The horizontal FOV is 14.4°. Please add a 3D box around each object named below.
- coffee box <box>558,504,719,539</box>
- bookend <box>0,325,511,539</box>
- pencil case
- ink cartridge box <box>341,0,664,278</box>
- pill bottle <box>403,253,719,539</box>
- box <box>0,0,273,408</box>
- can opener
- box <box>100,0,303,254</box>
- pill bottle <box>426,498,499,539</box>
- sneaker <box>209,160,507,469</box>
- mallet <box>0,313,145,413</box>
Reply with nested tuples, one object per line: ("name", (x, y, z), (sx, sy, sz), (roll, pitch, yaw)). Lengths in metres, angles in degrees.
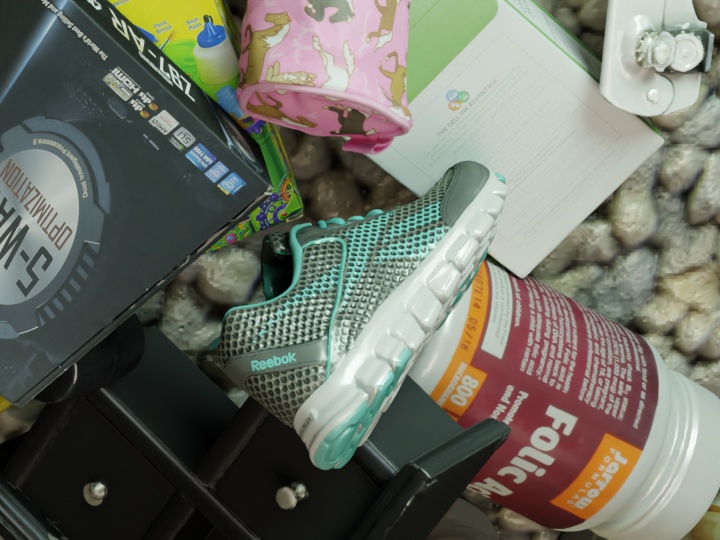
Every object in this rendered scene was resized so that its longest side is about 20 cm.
("coffee box", (0.217, 0.199, 1.603), (0.199, 0.115, 0.080), (20, 116, -26))
("bookend", (-0.067, 0.091, 1.397), (0.199, 0.092, 0.200), (44, 118, 13))
("pencil case", (-0.005, -0.156, 1.268), (0.086, 0.083, 0.201), (11, 78, -9))
("ink cartridge box", (0.044, -0.095, 1.397), (0.104, 0.059, 0.200), (-44, 122, 15))
("pill bottle", (0.089, 0.068, 1.482), (0.200, 0.114, 0.114), (27, 113, -27))
("box", (-0.162, -0.055, 1.235), (0.160, 0.044, 0.200), (-39, 122, 12))
("can opener", (0.144, -0.171, 1.365), (0.052, 0.066, 0.201), (0, 107, -17))
("box", (-0.157, -0.092, 1.312), (0.199, 0.122, 0.193), (-21, 125, 1))
("pill bottle", (0.052, 0.215, 1.519), (0.114, 0.200, 0.115), (-6, 124, -9))
("sneaker", (0.000, 0.000, 1.319), (0.091, 0.200, 0.078), (32, 133, 6))
("mallet", (-0.184, 0.071, 1.395), (0.200, 0.066, 0.041), (-33, 85, 39))
